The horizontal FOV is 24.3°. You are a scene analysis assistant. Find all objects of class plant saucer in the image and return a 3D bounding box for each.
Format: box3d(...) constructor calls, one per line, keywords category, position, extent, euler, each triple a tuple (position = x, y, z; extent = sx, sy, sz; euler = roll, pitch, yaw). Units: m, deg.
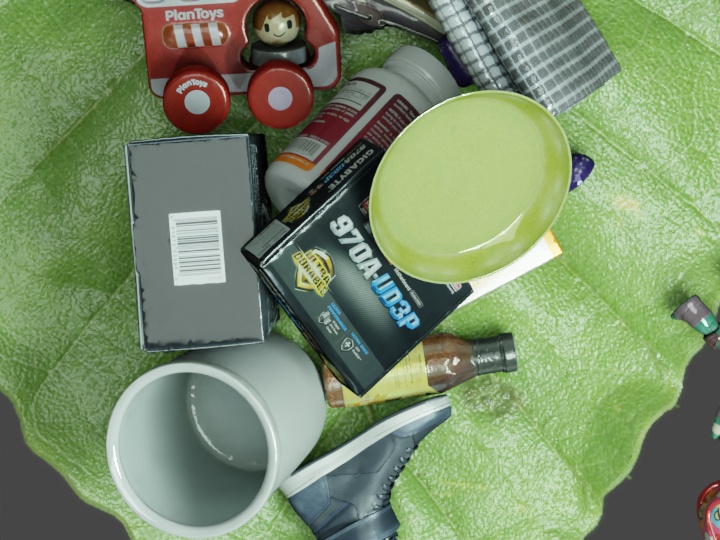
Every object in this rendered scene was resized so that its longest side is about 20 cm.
box3d(category="plant saucer", position=(0.097, -0.081, 1.538), extent=(0.199, 0.031, 0.200), euler=(-11, 125, -16))

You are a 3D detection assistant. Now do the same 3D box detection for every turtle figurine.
box3d(category="turtle figurine", position=(0.411, 0.098, 1.692), extent=(0.150, 0.101, 0.200), euler=(-27, 78, -22))

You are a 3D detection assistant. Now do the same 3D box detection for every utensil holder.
box3d(category="utensil holder", position=(-0.133, 0.153, 1.640), extent=(0.169, 0.200, 0.170), euler=(2, 99, 15))

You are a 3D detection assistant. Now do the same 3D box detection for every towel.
box3d(category="towel", position=(0.168, -0.230, 1.621), extent=(0.086, 0.200, 0.166), euler=(-31, 93, 34))

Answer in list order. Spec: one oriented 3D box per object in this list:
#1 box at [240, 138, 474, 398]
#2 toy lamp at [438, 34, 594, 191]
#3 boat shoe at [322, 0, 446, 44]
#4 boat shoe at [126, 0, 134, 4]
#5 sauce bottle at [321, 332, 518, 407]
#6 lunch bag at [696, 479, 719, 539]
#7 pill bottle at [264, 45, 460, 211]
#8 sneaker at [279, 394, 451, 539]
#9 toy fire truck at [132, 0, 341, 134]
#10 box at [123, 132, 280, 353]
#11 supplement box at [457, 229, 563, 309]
box3d(category="box", position=(0.000, 0.000, 1.580), extent=(0.159, 0.046, 0.200), euler=(-42, 127, -11))
box3d(category="toy lamp", position=(0.154, -0.164, 1.680), extent=(0.058, 0.058, 0.200), euler=(-41, 108, 4))
box3d(category="boat shoe", position=(-0.002, -0.270, 1.688), extent=(0.200, 0.072, 0.065), euler=(25, 107, -4))
box3d(category="boat shoe", position=(-0.244, -0.307, 1.684), extent=(0.199, 0.068, 0.074), euler=(20, 83, -25))
box3d(category="sauce bottle", position=(0.061, 0.099, 1.717), extent=(0.199, 0.066, 0.066), euler=(-7, 95, 3))
box3d(category="lunch bag", position=(0.461, 0.281, 1.721), extent=(0.200, 0.082, 0.177), euler=(-19, 95, 2))
box3d(category="pill bottle", position=(0.007, -0.125, 1.652), extent=(0.113, 0.113, 0.200), euler=(43, 70, -3))
box3d(category="sneaker", position=(0.034, 0.227, 1.715), extent=(0.202, 0.077, 0.146), euler=(-33, 83, 13))
box3d(category="toy fire truck", position=(-0.121, -0.233, 1.643), extent=(0.199, 0.112, 0.168), euler=(-4, 116, 0))
box3d(category="box", position=(-0.151, -0.033, 1.642), extent=(0.124, 0.197, 0.201), euler=(-4, 95, 0))
box3d(category="supplement box", position=(0.088, -0.029, 1.702), extent=(0.200, 0.074, 0.126), euler=(-27, 95, 3))
